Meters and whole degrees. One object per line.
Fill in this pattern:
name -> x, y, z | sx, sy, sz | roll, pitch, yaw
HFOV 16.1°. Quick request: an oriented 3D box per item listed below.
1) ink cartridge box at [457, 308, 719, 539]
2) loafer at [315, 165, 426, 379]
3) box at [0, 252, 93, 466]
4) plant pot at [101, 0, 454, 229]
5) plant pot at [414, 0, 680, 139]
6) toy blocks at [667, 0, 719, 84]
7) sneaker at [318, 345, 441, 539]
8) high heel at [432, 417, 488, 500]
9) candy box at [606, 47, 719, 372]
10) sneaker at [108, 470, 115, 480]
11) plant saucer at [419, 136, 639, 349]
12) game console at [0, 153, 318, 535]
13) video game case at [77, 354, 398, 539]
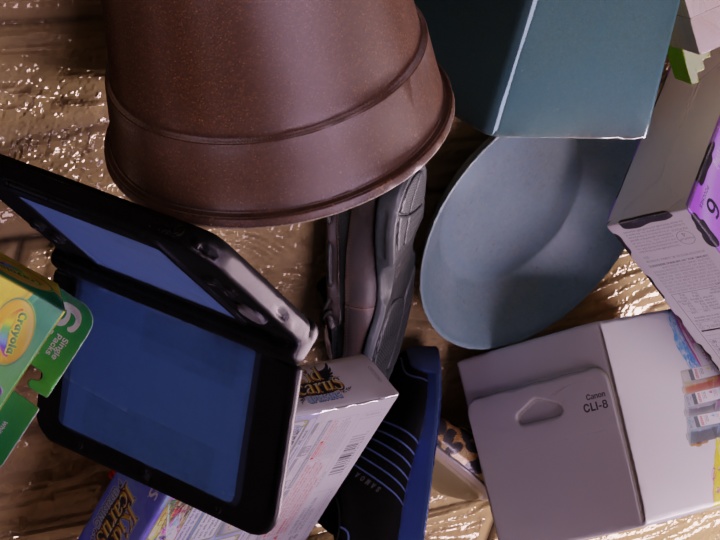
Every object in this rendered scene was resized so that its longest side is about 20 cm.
ink cartridge box -> 0.195, 0.107, 1.800 | 0.200, 0.145, 0.145 | -7, 82, -43
loafer -> 0.000, 0.000, 1.663 | 0.072, 0.063, 0.200 | -54, 159, -47
box -> -0.253, 0.027, 1.379 | 0.200, 0.048, 0.118 | 29, 101, -22
plant pot -> -0.058, -0.160, 1.372 | 0.200, 0.200, 0.199 | -27, 130, -24
plant pot -> 0.109, -0.199, 1.529 | 0.141, 0.141, 0.201 | -3, 117, -41
toy blocks -> 0.244, -0.235, 1.620 | 0.136, 0.100, 0.201 | -23, 110, -14
sneaker -> 0.011, 0.132, 1.713 | 0.078, 0.200, 0.070 | 7, 142, 2
high heel -> 0.108, 0.106, 1.857 | 0.200, 0.071, 0.143 | 40, 69, -39
candy box -> 0.271, -0.030, 1.750 | 0.200, 0.071, 0.168 | 49, 48, -29
sneaker -> -0.140, 0.124, 1.611 | 0.116, 0.078, 0.200 | -54, 140, 6
plant saucer -> 0.111, -0.040, 1.735 | 0.201, 0.039, 0.201 | -24, 135, -26
game console -> -0.134, 0.039, 1.428 | 0.117, 0.200, 0.176 | -61, 143, -12
video game case -> -0.091, 0.146, 1.597 | 0.181, 0.045, 0.200 | -10, 139, -49
